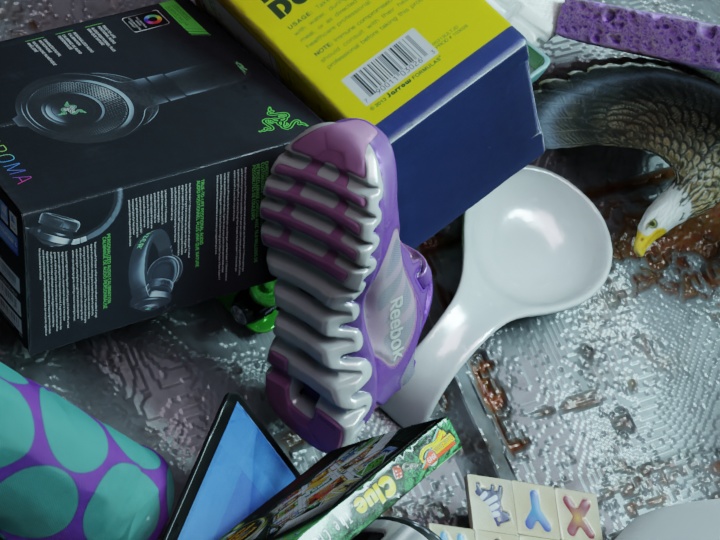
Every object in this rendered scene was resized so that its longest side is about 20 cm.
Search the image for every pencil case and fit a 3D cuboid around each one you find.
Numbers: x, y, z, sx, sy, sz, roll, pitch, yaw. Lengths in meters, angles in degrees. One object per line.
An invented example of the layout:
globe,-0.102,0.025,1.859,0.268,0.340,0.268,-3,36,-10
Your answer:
pencil case,-0.188,0.086,1.189,0.200,0.085,0.092,39,5,-40

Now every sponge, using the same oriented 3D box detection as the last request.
sponge,0.225,-0.132,1.389,0.111,0.200,0.030,4,101,-44

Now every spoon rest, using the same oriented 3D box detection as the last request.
spoon rest,0.082,0.012,1.394,0.099,0.061,0.200,39,59,1

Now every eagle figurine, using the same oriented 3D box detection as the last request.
eagle figurine,0.200,-0.079,1.430,0.200,0.152,0.151,40,55,2

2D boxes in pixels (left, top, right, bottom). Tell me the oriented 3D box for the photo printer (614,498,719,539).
photo printer,0.193,0.192,1.268,0.200,0.166,0.070,-39,116,-44

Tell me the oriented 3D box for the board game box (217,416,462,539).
board game box,-0.044,0.140,1.164,0.200,0.105,0.024,-36,102,-38

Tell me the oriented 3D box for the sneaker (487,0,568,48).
sneaker,0.038,-0.131,1.451,0.199,0.082,0.077,-23,93,-7

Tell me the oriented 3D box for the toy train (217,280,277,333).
toy train,-0.011,-0.030,1.394,0.200,0.042,0.056,-35,70,-31

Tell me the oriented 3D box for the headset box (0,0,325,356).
headset box,-0.131,-0.060,1.288,0.199,0.093,0.174,-16,39,-27

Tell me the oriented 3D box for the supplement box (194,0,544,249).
supplement box,0.000,-0.128,1.328,0.109,0.109,0.200,-37,60,-12

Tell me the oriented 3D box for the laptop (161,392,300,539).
laptop,-0.015,0.192,1.238,0.199,0.103,0.178,22,59,2

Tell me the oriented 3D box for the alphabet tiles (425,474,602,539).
alphabet tiles,0.109,0.215,1.303,0.166,0.006,0.201,13,59,-35

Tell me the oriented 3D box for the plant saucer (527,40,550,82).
plant saucer,0.018,-0.081,1.371,0.200,0.019,0.070,-38,58,-15

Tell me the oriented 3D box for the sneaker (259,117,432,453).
sneaker,0.000,0.000,1.258,0.088,0.201,0.080,-26,44,-35

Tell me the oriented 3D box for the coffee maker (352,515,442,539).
coffee maker,-0.013,0.250,1.149,0.200,0.134,0.193,-33,121,-37
